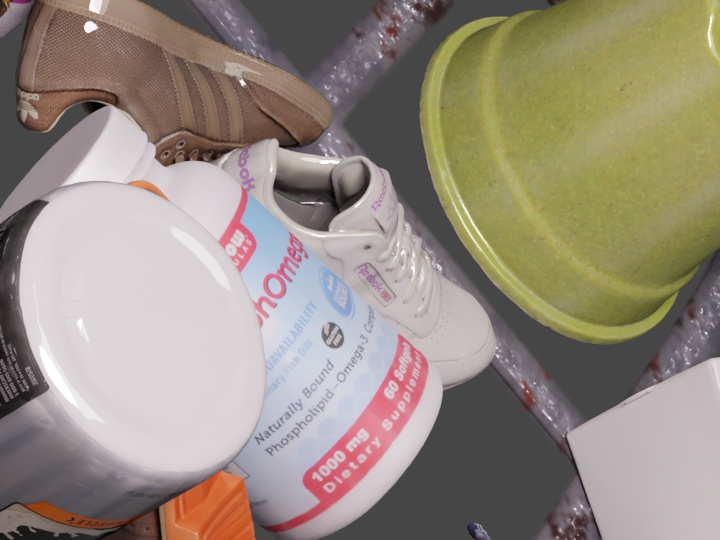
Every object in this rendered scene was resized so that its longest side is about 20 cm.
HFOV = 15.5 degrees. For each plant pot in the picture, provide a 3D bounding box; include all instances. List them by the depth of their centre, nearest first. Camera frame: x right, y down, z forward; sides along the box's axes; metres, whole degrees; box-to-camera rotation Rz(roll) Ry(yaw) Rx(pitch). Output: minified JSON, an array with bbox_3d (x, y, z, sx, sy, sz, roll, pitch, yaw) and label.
[{"bbox_3d":[0.166,-0.088,1.429,0.200,0.184,0.200,24,50,-33],"label":"plant pot"}]

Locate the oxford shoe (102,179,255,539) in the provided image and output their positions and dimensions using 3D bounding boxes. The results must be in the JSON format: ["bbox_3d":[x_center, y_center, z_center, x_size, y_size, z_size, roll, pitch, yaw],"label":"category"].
[{"bbox_3d":[-0.097,0.061,1.110,0.071,0.073,0.200,-35,121,-63],"label":"oxford shoe"}]

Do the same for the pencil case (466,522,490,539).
[{"bbox_3d":[0.097,0.209,1.260,0.200,0.078,0.089,43,27,-18],"label":"pencil case"}]

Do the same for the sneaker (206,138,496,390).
[{"bbox_3d":[0.000,0.000,1.276,0.200,0.100,0.075,27,46,-33],"label":"sneaker"}]

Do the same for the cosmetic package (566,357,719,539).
[{"bbox_3d":[0.197,0.152,1.370,0.081,0.113,0.200,-1,69,-45],"label":"cosmetic package"}]

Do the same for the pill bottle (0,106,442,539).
[{"bbox_3d":[-0.067,0.023,1.188,0.200,0.109,0.109,43,43,-17],"label":"pill bottle"}]

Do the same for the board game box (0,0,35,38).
[{"bbox_3d":[-0.240,-0.226,1.221,0.200,0.041,0.200,18,55,-36],"label":"board game box"}]

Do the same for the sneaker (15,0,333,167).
[{"bbox_3d":[-0.094,-0.081,1.270,0.200,0.070,0.076,22,91,-50],"label":"sneaker"}]

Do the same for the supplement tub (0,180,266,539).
[{"bbox_3d":[-0.140,0.057,1.026,0.123,0.200,0.123,23,53,-34],"label":"supplement tub"}]
